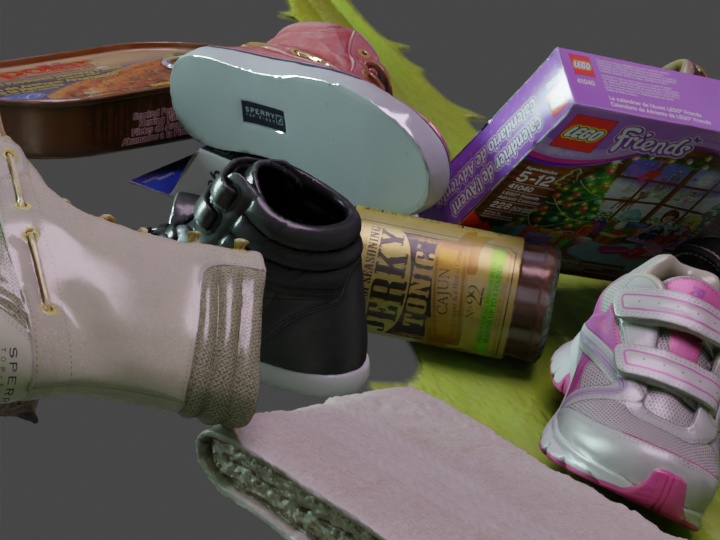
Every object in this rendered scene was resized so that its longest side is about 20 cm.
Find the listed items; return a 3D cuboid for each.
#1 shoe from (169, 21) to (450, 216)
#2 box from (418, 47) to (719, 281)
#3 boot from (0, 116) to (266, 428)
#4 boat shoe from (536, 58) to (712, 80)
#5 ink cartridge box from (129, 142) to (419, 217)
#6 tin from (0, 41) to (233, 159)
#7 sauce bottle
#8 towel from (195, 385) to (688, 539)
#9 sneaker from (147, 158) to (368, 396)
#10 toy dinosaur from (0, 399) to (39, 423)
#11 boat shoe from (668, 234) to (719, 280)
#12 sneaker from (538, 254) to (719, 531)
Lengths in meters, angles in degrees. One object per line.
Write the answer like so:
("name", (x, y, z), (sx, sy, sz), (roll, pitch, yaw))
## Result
("shoe", (-0.006, -0.088, 1.468), (0.091, 0.072, 0.199), (-23, 31, -39))
("box", (0.147, -0.047, 1.439), (0.199, 0.137, 0.039), (8, 52, -33))
("boot", (-0.123, -0.010, 1.225), (0.154, 0.072, 0.201), (7, 40, -17))
("boat shoe", (0.197, -0.095, 1.701), (0.198, 0.072, 0.072), (7, 22, -10))
("ink cartridge box", (-0.019, -0.044, 1.520), (0.199, 0.039, 0.099), (19, 24, 22))
("tin", (-0.146, -0.098, 1.566), (0.199, 0.042, 0.112), (-13, 25, -40))
("sauce bottle", (0.000, 0.000, 1.388), (0.198, 0.065, 0.065), (10, 22, 1))
("towel", (0.038, 0.106, 1.185), (0.132, 0.035, 0.200), (-8, 28, -43))
("sneaker", (-0.084, -0.015, 1.312), (0.199, 0.100, 0.071), (15, 24, 14))
("toy dinosaur", (-0.203, 0.013, 1.277), (0.106, 0.061, 0.200), (9, 35, -32))
("boat shoe", (0.188, 0.040, 1.372), (0.060, 0.074, 0.200), (7, 30, -23))
("sneaker", (0.135, 0.048, 1.275), (0.081, 0.089, 0.200), (25, 20, -11))
